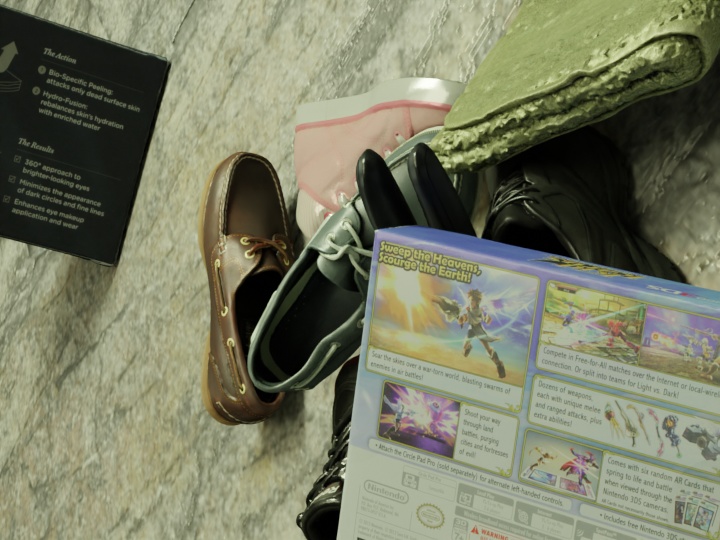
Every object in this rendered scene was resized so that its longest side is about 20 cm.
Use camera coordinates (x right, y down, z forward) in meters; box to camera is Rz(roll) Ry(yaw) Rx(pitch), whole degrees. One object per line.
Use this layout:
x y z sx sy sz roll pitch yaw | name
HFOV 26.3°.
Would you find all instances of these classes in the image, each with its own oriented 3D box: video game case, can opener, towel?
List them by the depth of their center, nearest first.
0.088 0.086 0.719 0.198 0.045 0.184 14 103 30 | video game case
0.126 -0.123 0.813 0.199 0.036 0.149 -24 28 49 | towel
0.042 -0.004 0.832 0.201 0.063 0.079 74 -172 -54 | can opener

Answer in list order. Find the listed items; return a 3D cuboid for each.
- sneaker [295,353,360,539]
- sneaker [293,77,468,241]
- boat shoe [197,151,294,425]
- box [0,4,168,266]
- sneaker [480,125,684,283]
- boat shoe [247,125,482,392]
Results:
0.007 0.121 0.896 0.071 0.097 0.202 -53 36 34 | sneaker
0.021 -0.061 0.980 0.199 0.075 0.106 -3 81 57 | sneaker
-0.074 0.009 1.103 0.070 0.070 0.203 -26 64 59 | boat shoe
-0.306 -0.128 1.410 0.117 0.195 0.202 16 90 60 | box
0.100 -0.027 0.818 0.076 0.090 0.201 -59 33 26 | sneaker
0.000 0.000 0.917 0.073 0.062 0.200 44 114 7 | boat shoe
